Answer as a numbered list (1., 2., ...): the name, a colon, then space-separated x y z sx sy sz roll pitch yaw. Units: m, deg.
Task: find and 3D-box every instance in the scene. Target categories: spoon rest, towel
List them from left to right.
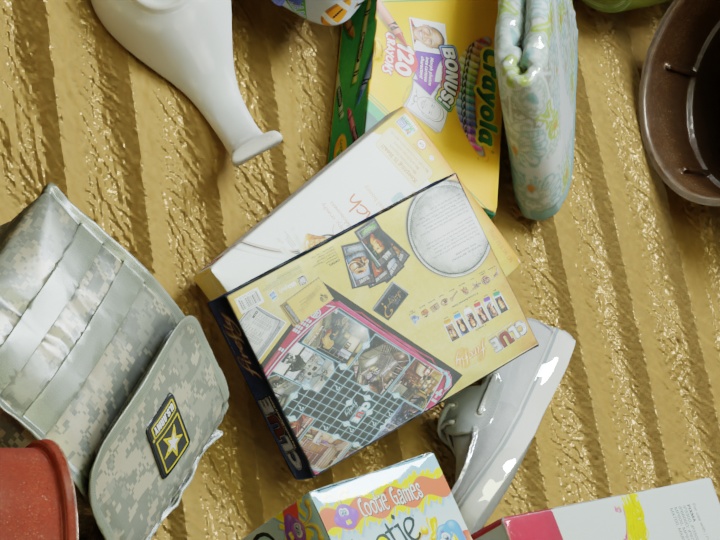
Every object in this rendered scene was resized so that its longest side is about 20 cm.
1. spoon rest: -0.121 -0.161 1.755 0.099 0.061 0.201 -27 79 -8
2. towel: 0.132 -0.166 1.883 0.048 0.172 0.201 -3 55 12

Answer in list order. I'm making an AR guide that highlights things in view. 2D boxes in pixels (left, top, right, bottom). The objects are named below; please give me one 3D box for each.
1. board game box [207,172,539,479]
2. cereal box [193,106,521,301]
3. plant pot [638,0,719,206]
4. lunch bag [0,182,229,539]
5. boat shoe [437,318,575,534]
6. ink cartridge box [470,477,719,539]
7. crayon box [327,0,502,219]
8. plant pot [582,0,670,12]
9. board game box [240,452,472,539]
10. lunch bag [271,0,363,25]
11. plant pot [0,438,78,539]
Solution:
1. board game box: 0.011 0.037 1.682 0.199 0.035 0.136 -28 94 -27
2. cereal box: 0.000 0.000 1.725 0.200 0.039 0.144 -42 98 -26
3. plant pot: 0.366 -0.135 2.018 0.198 0.200 0.201 12 58 -40
4. lunch bag: -0.179 0.079 1.544 0.200 0.117 0.164 44 48 -15
5. boat shoe: 0.091 0.107 1.759 0.068 0.072 0.200 26 56 6
6. ink cartridge box: 0.152 0.241 1.670 0.199 0.145 0.145 -7 70 -38
7. crayon box: 0.044 -0.132 1.860 0.118 0.058 0.201 21 54 -24
8. plant pot: 0.256 -0.301 2.049 0.200 0.187 0.187 -37 89 -28
9. board game box: -0.025 0.206 1.525 0.104 0.200 0.103 -14 74 -39
10. lunch bag: -0.058 -0.273 1.821 0.199 0.076 0.161 29 50 7
11. plant pot: -0.279 0.181 1.372 0.194 0.201 0.202 10 59 -23
